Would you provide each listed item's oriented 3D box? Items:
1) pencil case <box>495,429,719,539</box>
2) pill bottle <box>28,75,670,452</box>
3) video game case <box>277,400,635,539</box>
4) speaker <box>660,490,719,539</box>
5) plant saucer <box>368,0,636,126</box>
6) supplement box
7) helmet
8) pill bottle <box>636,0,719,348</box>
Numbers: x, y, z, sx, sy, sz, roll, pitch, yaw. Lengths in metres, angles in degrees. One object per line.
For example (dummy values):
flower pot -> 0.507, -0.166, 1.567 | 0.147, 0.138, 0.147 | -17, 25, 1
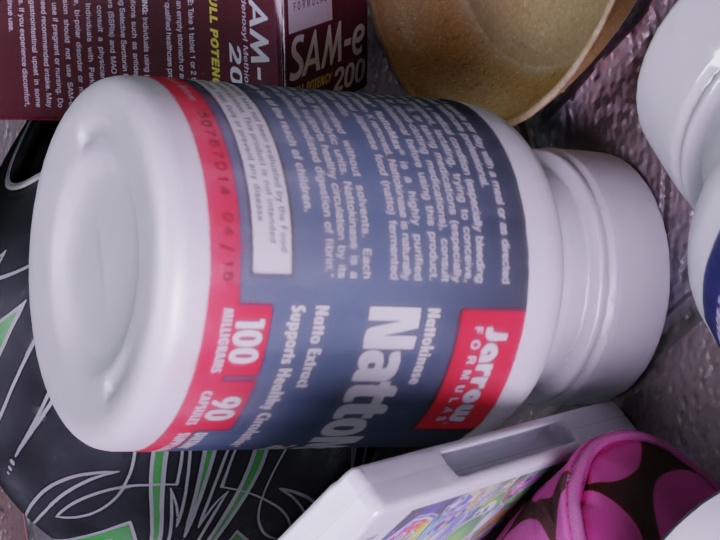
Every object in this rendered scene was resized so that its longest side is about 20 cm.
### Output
pencil case -> 0.062, 0.142, 0.753 | 0.093, 0.091, 0.200 | 37, 135, 3
pill bottle -> 0.000, 0.000, 0.751 | 0.119, 0.198, 0.121 | -4, 85, 61
video game case -> 0.002, 0.103, 0.719 | 0.143, 0.200, 0.018 | -46, 72, 22
speaker -> 0.155, 0.138, 0.572 | 0.200, 0.081, 0.082 | 43, 125, 48
plant saucer -> 0.062, -0.149, 0.816 | 0.200, 0.035, 0.202 | -7, 82, 61
supplement box -> -0.106, -0.094, 0.866 | 0.198, 0.109, 0.061 | 2, 103, 17
helmet -> -0.072, 0.024, 0.894 | 0.191, 0.198, 0.202 | -118, 39, -64
pill bottle -> 0.151, 0.006, 0.556 | 0.201, 0.119, 0.120 | 62, 139, 39
